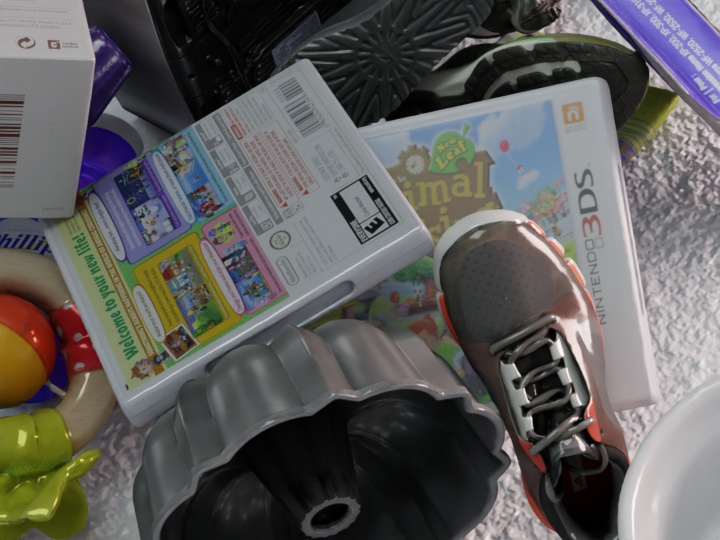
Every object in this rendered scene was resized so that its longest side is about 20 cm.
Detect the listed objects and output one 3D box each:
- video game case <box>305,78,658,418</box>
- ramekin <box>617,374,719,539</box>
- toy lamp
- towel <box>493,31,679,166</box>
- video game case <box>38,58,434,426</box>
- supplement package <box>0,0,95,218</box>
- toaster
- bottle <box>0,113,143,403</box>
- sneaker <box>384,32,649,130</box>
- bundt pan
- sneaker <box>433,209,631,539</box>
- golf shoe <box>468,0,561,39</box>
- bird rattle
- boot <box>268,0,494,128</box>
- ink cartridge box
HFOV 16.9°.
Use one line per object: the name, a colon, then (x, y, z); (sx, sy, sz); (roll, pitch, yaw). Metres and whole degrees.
video game case: (0.054, 0.001, 1.352); (0.200, 0.022, 0.183); (-11, 80, 17)
ramekin: (0.234, 0.146, 1.210); (0.200, 0.098, 0.201); (-8, 47, 8)
toy lamp: (-0.225, -0.074, 1.494); (0.200, 0.058, 0.058); (-43, 49, 1)
towel: (0.086, -0.072, 1.501); (0.200, 0.023, 0.144); (-41, 50, -21)
video game case: (-0.073, -0.021, 1.314); (0.182, 0.022, 0.200); (-31, 38, -1)
supplement package: (-0.226, -0.137, 1.384); (0.117, 0.117, 0.200); (0, 41, -16)
toaster: (-0.088, -0.183, 1.546); (0.119, 0.181, 0.200); (25, 60, 39)
bottle: (-0.189, -0.012, 1.495); (0.083, 0.065, 0.200); (5, 51, 21)
sneaker: (0.100, -0.118, 1.433); (0.200, 0.077, 0.089); (-6, 34, 49)
bundt pan: (-0.028, 0.100, 1.252); (0.201, 0.202, 0.076); (-23, 52, -6)
sneaker: (0.101, 0.062, 1.247); (0.077, 0.200, 0.082); (-25, 21, 2)
golf shoe: (0.112, -0.218, 1.589); (0.088, 0.077, 0.200); (-17, 22, 42)
bird rattle: (-0.179, 0.054, 1.367); (0.163, 0.113, 0.200); (36, 71, -10)
boot: (0.023, -0.178, 1.489); (0.165, 0.066, 0.200); (-31, 26, 23)
ink cartridge box: (0.178, -0.138, 1.398); (0.043, 0.200, 0.198); (-44, 58, 9)
